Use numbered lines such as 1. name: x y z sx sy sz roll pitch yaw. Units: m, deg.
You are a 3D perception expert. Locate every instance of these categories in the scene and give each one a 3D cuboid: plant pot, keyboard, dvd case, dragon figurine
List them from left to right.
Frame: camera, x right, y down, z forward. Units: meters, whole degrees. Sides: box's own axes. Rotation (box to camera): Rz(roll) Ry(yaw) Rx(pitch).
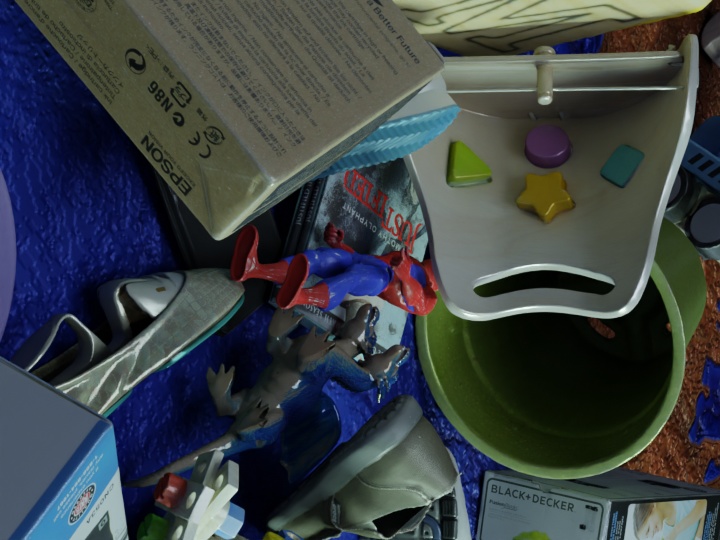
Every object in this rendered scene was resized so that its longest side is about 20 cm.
1. keyboard: -0.083 -0.072 1.154 0.127 0.021 0.200 -41 126 -39
2. dragon figurine: -0.049 0.089 1.158 0.200 0.059 0.099 -48 143 -16
3. dvd case: 0.008 -0.047 1.252 0.146 0.022 0.200 37 66 -55
4. plant pot: 0.169 0.030 1.369 0.190 0.200 0.200 -24 114 -61

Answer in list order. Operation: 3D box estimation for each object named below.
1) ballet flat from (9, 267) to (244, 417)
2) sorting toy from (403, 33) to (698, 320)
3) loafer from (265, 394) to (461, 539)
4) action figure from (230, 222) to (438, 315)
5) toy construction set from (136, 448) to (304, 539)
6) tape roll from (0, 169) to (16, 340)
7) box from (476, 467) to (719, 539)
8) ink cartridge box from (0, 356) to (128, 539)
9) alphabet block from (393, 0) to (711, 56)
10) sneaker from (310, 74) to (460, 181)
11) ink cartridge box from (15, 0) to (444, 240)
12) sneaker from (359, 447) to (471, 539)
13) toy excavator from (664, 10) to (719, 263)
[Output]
1. ballet flat: -0.141 0.040 1.060 0.200 0.067 0.062 -43 115 -37
2. sorting toy: 0.119 -0.052 1.214 0.107 0.200 0.180 72 20 -63
3. loafer: 0.001 0.144 1.162 0.070 0.200 0.075 46 61 2
4. action figure: 0.000 0.000 1.167 0.200 0.065 0.052 9 103 -59
5. toy construction set: -0.058 0.183 1.088 0.092 0.131 0.200 -44 112 1
6. tape roll: -0.267 -0.004 0.884 0.200 0.085 0.200 -8 101 -51
7. box: 0.193 0.194 1.455 0.200 0.117 0.060 7 92 -53
8. ink cartridge box: -0.189 0.158 0.931 0.145 0.084 0.200 -56 164 -30
9. alphabet block: 0.091 -0.257 1.180 0.200 0.196 0.196 11 76 -51
10. sneaker: -0.038 -0.103 1.138 0.200 0.077 0.081 -12 68 -36
11. ink cartridge box: -0.076 -0.141 1.034 0.200 0.075 0.165 51 47 3
12. sneaker: 0.049 0.213 1.328 0.087 0.074 0.200 -30 125 -58
13. toy excavator: 0.322 -0.108 1.571 0.200 0.194 0.100 -49 136 3
